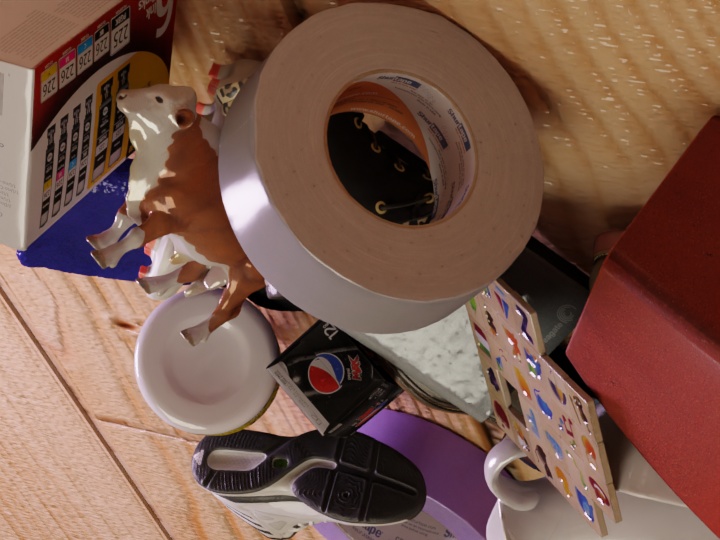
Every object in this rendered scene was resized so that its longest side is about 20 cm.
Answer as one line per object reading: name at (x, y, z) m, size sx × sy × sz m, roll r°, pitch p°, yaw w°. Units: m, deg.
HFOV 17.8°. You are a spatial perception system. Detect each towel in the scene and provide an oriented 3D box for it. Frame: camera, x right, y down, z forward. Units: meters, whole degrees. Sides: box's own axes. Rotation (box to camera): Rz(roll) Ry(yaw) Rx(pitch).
towel at (-0.157, -0.043, 1.726) m, size 0.198 × 0.050 × 0.148 m, roll 5°, pitch 149°, yaw -8°

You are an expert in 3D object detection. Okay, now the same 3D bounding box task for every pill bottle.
pill bottle at (-0.118, 0.075, 1.828) m, size 0.112 × 0.113 × 0.200 m, roll 27°, pitch 176°, yaw 1°

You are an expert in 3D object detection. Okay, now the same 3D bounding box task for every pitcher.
pitcher at (0.191, 0.173, 1.718) m, size 0.198 × 0.122 × 0.172 m, roll -6°, pitch 142°, yaw 2°

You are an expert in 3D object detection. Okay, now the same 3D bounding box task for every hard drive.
hard drive at (0.051, 0.007, 1.634) m, size 0.199 × 0.033 × 0.140 m, roll 34°, pitch 120°, yaw -15°

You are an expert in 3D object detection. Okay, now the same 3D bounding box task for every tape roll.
tape roll at (0.044, 0.203, 1.995) m, size 0.199 × 0.066 × 0.201 m, roll 20°, pitch 151°, yaw 12°
tape roll at (0.014, -0.065, 1.442) m, size 0.199 × 0.201 × 0.066 m, roll 33°, pitch 151°, yaw -10°

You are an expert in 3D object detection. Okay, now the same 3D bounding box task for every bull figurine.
bull figurine at (-0.117, -0.038, 1.537) m, size 0.200 × 0.121 × 0.065 m, roll 47°, pitch -178°, yaw -45°

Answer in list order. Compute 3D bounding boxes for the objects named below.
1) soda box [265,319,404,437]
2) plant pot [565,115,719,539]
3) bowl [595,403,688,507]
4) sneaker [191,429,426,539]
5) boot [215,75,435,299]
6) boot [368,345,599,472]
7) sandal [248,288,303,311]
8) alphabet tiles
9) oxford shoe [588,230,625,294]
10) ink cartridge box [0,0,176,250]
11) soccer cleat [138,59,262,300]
soda box at (-0.017, 0.082, 1.751) m, size 0.071 × 0.063 × 0.200 m, roll 49°, pitch 180°, yaw 7°
plant pot at (0.243, 0.026, 1.422) m, size 0.176 × 0.200 × 0.200 m, roll 34°, pitch 153°, yaw 12°
bowl at (0.250, 0.128, 1.575) m, size 0.198 × 0.075 × 0.200 m, roll 13°, pitch 177°, yaw -9°
sneaker at (-0.033, 0.182, 1.912) m, size 0.199 × 0.076 × 0.116 m, roll 8°, pitch 158°, yaw 17°
boot at (0.007, -0.078, 1.527) m, size 0.073 × 0.199 × 0.152 m, roll 162°, pitch 87°, yaw -74°
boot at (0.102, 0.069, 1.742) m, size 0.199 × 0.075 × 0.097 m, roll 31°, pitch 135°, yaw -11°
sandal at (0.000, 0.000, 1.716) m, size 0.198 × 0.045 × 0.075 m, roll 1°, pitch 149°, yaw 29°
alphabet tiles at (0.119, 0.082, 1.549) m, size 0.200 × 0.007 × 0.168 m, roll 47°, pitch 157°, yaw 56°
oxford shoe at (0.216, 0.053, 1.581) m, size 0.070 × 0.075 × 0.200 m, roll -9°, pitch 143°, yaw 46°
ink cartridge box at (-0.204, -0.104, 1.510) m, size 0.083 × 0.200 × 0.177 m, roll 19°, pitch 124°, yaw 16°
soccer cleat at (-0.098, -0.055, 1.621) m, size 0.077 × 0.069 × 0.201 m, roll 20°, pitch 118°, yaw -10°
